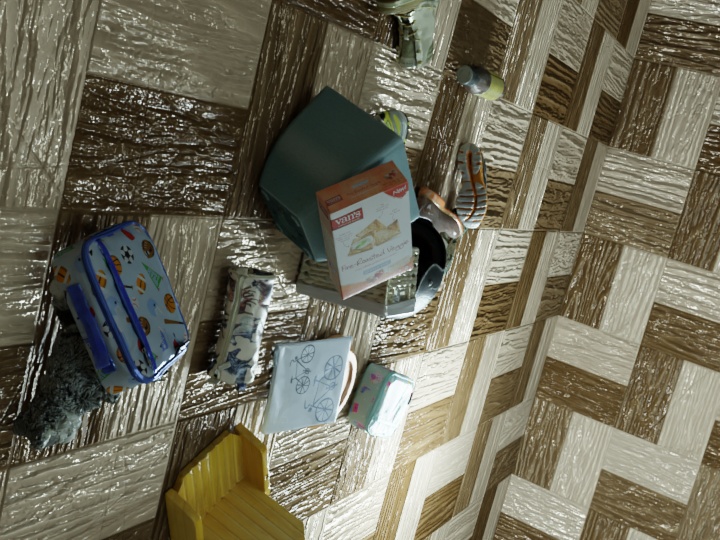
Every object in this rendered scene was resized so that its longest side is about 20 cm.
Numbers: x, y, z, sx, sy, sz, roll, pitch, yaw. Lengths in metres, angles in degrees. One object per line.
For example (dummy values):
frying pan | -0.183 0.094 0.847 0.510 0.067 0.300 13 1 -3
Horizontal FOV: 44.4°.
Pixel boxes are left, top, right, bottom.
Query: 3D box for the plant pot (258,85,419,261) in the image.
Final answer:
plant pot | -0.048 -0.134 1.445 0.199 0.195 0.198 -41 145 -16

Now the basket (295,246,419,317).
basket | 0.000 0.000 1.615 0.135 0.197 0.126 -3 106 -62

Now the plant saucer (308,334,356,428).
plant saucer | -0.064 0.233 1.823 0.200 0.037 0.203 -42 141 -46

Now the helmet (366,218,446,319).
helmet | 0.078 -0.004 1.774 0.190 0.197 0.204 -29 133 -66

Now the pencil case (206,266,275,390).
pencil case | -0.193 0.087 1.426 0.089 0.076 0.204 -29 134 -73

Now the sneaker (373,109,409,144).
sneaker | 0.034 -0.210 1.698 0.076 0.075 0.204 -2 103 -47

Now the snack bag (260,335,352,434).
snack bag | -0.106 0.222 1.702 0.198 0.021 0.192 -3 111 -44

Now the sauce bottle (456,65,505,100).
sauce bottle | 0.271 -0.430 2.006 0.199 0.064 0.066 0 108 -61

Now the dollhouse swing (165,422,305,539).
dollhouse swing | -0.200 0.412 1.519 0.200 0.174 0.185 -39 140 -45

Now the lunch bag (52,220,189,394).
lunch bag | -0.293 0.048 1.097 0.203 0.074 0.160 68 18 -9

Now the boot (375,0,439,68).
boot | 0.088 -0.449 1.630 0.200 0.071 0.157 -37 141 -50

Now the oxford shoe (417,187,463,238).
oxford shoe | 0.172 -0.114 2.018 0.200 0.071 0.074 39 77 -49

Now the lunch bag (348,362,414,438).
lunch bag | 0.050 0.309 2.048 0.163 0.076 0.200 -68 154 -6

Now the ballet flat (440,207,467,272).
ballet flat | 0.201 -0.077 2.119 0.076 0.067 0.201 58 47 -32

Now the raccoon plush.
raccoon plush | -0.390 0.123 1.101 0.133 0.096 0.203 -32 106 -34

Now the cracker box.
cracker box | 0.010 -0.060 1.376 0.132 0.058 0.202 -24 141 -13

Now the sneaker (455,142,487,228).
sneaker | 0.275 -0.204 2.128 0.077 0.077 0.204 -22 114 -70
